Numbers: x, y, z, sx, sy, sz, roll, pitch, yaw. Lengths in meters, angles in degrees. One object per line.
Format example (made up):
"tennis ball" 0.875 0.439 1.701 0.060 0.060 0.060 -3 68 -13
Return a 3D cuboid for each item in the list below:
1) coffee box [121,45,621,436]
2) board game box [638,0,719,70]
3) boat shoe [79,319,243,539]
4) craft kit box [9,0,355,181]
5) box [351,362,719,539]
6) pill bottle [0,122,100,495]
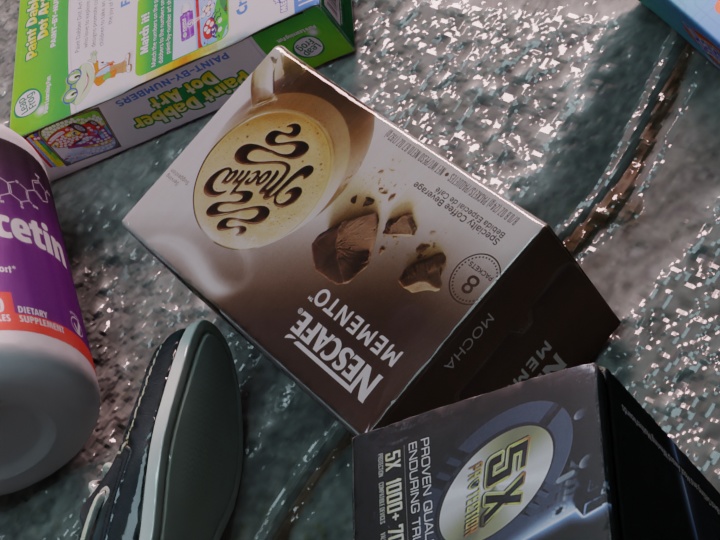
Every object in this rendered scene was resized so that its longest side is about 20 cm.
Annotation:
"coffee box" 0.000 0.000 0.808 0.113 0.080 0.200 -48 46 -4
"board game box" 0.213 -0.131 0.773 0.152 0.045 0.200 -42 45 4
"boat shoe" -0.096 0.116 0.801 0.060 0.076 0.202 -6 57 24
"craft kit box" -0.099 -0.169 1.017 0.196 0.049 0.202 -18 52 21
"box" 0.082 0.151 0.566 0.085 0.200 0.165 -19 51 24
"pill bottle" -0.198 0.003 0.911 0.112 0.112 0.201 -31 53 14
